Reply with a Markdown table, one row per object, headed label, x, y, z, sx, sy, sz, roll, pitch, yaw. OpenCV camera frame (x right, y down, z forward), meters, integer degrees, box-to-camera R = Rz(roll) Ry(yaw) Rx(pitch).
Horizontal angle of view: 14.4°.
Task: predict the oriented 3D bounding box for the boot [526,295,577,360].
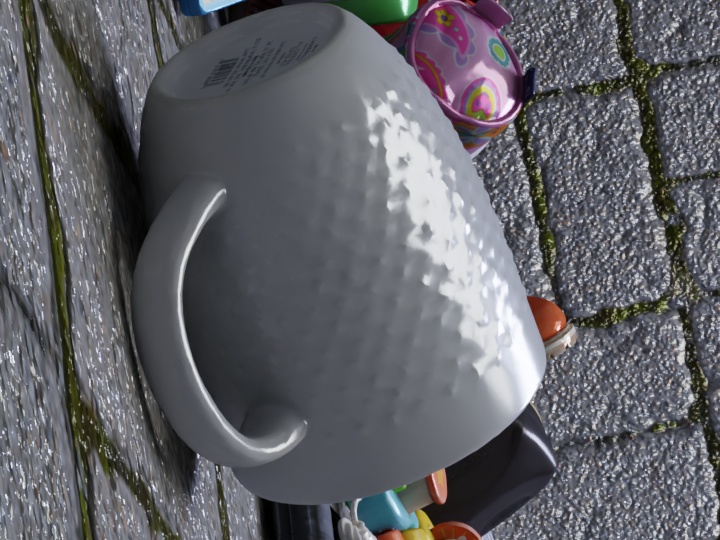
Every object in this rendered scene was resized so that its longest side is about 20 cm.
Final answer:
| label | x | y | z | sx | sy | sz | roll | pitch | yaw |
| --- | --- | --- | --- | --- | --- | --- | --- | --- | --- |
| boot | 0.052 | 0.017 | 1.928 | 0.075 | 0.199 | 0.108 | -37 | 122 | -48 |

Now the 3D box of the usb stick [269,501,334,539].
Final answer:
| label | x | y | z | sx | sy | sz | roll | pitch | yaw |
| --- | --- | --- | --- | --- | --- | --- | --- | --- | --- |
| usb stick | -0.031 | 0.116 | 1.453 | 0.056 | 0.032 | 0.201 | 77 | 3 | -49 |

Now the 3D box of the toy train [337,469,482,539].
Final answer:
| label | x | y | z | sx | sy | sz | roll | pitch | yaw |
| --- | --- | --- | --- | --- | --- | --- | --- | --- | --- |
| toy train | 0.046 | 0.170 | 1.518 | 0.151 | 0.055 | 0.200 | -107 | 171 | -53 |

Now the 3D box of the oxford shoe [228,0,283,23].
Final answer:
| label | x | y | z | sx | sy | sz | roll | pitch | yaw |
| --- | --- | --- | --- | --- | --- | --- | --- | --- | --- |
| oxford shoe | -0.059 | -0.216 | 1.755 | 0.070 | 0.074 | 0.201 | 35 | 60 | -51 |

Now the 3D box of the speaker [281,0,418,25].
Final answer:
| label | x | y | z | sx | sy | sz | roll | pitch | yaw |
| --- | --- | --- | --- | --- | --- | --- | --- | --- | --- |
| speaker | -0.013 | -0.241 | 1.629 | 0.088 | 0.088 | 0.201 | -71 | 155 | -82 |

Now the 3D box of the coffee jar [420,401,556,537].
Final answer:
| label | x | y | z | sx | sy | sz | roll | pitch | yaw |
| --- | --- | --- | --- | --- | --- | --- | --- | --- | --- |
| coffee jar | 0.036 | 0.071 | 1.674 | 0.085 | 0.104 | 0.200 | 47 | 9 | -41 |

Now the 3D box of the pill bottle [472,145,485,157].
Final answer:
| label | x | y | z | sx | sy | sz | roll | pitch | yaw |
| --- | --- | --- | --- | --- | --- | --- | --- | --- | --- |
| pill bottle | 0.009 | -0.163 | 1.964 | 0.200 | 0.111 | 0.112 | 54 | -11 | 35 |

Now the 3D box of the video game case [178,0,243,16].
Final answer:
| label | x | y | z | sx | sy | sz | roll | pitch | yaw |
| --- | --- | --- | --- | --- | --- | --- | --- | --- | --- |
| video game case | -0.037 | -0.231 | 1.532 | 0.200 | 0.018 | 0.144 | -25 | 108 | -43 |

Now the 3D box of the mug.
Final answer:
| label | x | y | z | sx | sy | sz | roll | pitch | yaw |
| --- | --- | --- | --- | --- | --- | --- | --- | --- | --- |
| mug | -0.029 | -0.002 | 1.179 | 0.200 | 0.147 | 0.176 | -49 | 125 | -46 |

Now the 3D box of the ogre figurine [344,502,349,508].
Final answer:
| label | x | y | z | sx | sy | sz | roll | pitch | yaw |
| --- | --- | --- | --- | --- | --- | --- | --- | --- | --- |
| ogre figurine | 0.025 | 0.093 | 1.872 | 0.098 | 0.199 | 0.121 | -28 | 128 | -40 |

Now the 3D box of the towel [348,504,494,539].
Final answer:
| label | x | y | z | sx | sy | sz | roll | pitch | yaw |
| --- | --- | --- | --- | --- | --- | --- | --- | --- | --- |
| towel | 0.059 | 0.224 | 1.697 | 0.201 | 0.085 | 0.166 | -101 | 172 | -46 |

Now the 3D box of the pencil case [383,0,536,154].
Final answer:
| label | x | y | z | sx | sy | sz | roll | pitch | yaw |
| --- | --- | --- | --- | --- | --- | --- | --- | --- | --- |
| pencil case | 0.016 | -0.088 | 1.655 | 0.200 | 0.087 | 0.088 | -34 | -120 | 52 |

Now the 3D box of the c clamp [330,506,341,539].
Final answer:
| label | x | y | z | sx | sy | sz | roll | pitch | yaw |
| --- | --- | --- | --- | --- | --- | --- | --- | --- | --- |
| c clamp | -0.006 | 0.216 | 1.643 | 0.200 | 0.027 | 0.172 | 51 | 23 | -79 |

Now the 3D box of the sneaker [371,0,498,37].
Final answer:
| label | x | y | z | sx | sy | sz | roll | pitch | yaw |
| --- | --- | --- | --- | --- | --- | --- | --- | --- | --- |
| sneaker | 0.042 | -0.126 | 1.718 | 0.078 | 0.115 | 0.201 | -42 | 119 | -32 |
